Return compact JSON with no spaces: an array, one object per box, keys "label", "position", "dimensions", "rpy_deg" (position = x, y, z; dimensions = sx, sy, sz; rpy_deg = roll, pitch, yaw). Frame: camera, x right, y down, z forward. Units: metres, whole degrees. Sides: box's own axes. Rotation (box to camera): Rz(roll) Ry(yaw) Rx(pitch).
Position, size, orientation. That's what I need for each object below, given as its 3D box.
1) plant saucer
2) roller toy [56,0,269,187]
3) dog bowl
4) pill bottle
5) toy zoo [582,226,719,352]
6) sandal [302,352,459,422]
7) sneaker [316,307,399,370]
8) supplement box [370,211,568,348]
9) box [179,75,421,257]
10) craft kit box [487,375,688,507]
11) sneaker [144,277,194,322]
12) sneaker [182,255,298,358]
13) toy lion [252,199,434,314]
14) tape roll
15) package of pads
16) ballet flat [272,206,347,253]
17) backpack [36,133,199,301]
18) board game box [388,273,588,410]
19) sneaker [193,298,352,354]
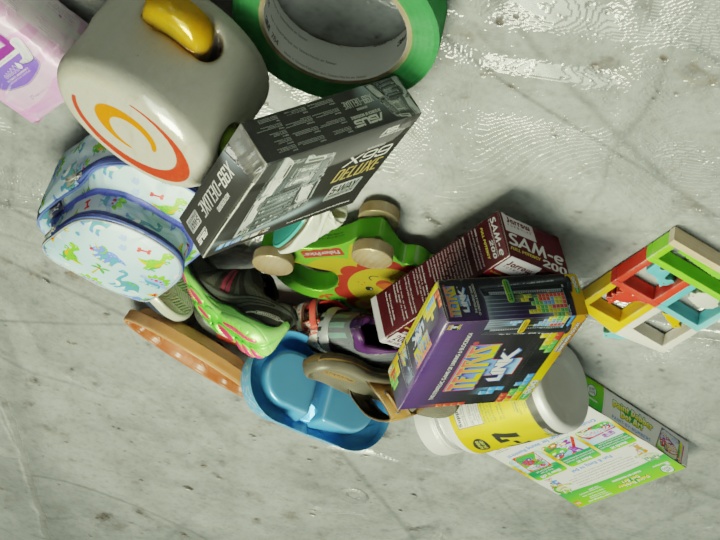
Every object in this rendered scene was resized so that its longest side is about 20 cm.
[{"label":"plant saucer","position":[-0.207,0.102,1.875],"dimensions":[0.199,0.032,0.200],"rpy_deg":[31,169,7]},{"label":"roller toy","position":[-0.186,-0.186,1.424],"dimensions":[0.182,0.140,0.200],"rpy_deg":[15,153,41]},{"label":"dog bowl","position":[-0.056,0.148,1.786],"dimensions":[0.199,0.112,0.049],"rpy_deg":[24,158,-25]},{"label":"pill bottle","position":[0.169,0.161,1.821],"dimensions":[0.199,0.115,0.114],"rpy_deg":[-20,133,38]},{"label":"toy zoo","position":[0.337,0.031,1.669],"dimensions":[0.131,0.021,0.200],"rpy_deg":[28,142,-19]},{"label":"sandal","position":[0.022,0.148,1.754],"dimensions":[0.199,0.055,0.082],"rpy_deg":[20,149,-24]},{"label":"sneaker","position":[0.045,0.096,1.766],"dimensions":[0.199,0.075,0.087],"rpy_deg":[18,167,-37]},{"label":"supplement box","position":[0.119,0.021,1.639],"dimensions":[0.108,0.061,0.200],"rpy_deg":[19,137,-41]},{"label":"box","position":[-0.057,-0.100,1.403],"dimensions":[0.050,0.199,0.158],"rpy_deg":[56,139,14]},{"label":"craft kit box","position":[0.287,0.226,1.931],"dimensions":[0.197,0.049,0.200],"rpy_deg":[35,140,-23]},{"label":"sneaker","position":[-0.288,-0.005,1.787],"dimensions":[0.084,0.075,0.200],"rpy_deg":[-25,119,40]},{"label":"sneaker","position":[-0.142,0.032,1.736],"dimensions":[0.200,0.084,0.077],"rpy_deg":[38,155,40]},{"label":"toy lion","position":[0.000,0.000,1.713],"dimensions":[0.198,0.069,0.192],"rpy_deg":[-4,148,23]},{"label":"tape roll","position":[-0.019,-0.244,1.392],"dimensions":[0.199,0.048,0.201],"rpy_deg":[9,144,7]},{"label":"package of pads","position":[-0.360,-0.242,1.484],"dimensions":[0.120,0.076,0.200],"rpy_deg":[-25,129,38]},{"label":"ballet flat","position":[-0.033,-0.084,1.585],"dimensions":[0.069,0.070,0.201],"rpy_deg":[21,131,-10]},{"label":"backpack","position":[-0.240,-0.068,1.620],"dimensions":[0.182,0.148,0.200],"rpy_deg":[29,139,-24]},{"label":"board game box","position":[0.136,0.080,1.628],"dimensions":[0.164,0.057,0.200],"rpy_deg":[-4,149,-18]},{"label":"sneaker","position":[-0.095,0.056,1.809],"dimensions":[0.200,0.068,0.108],"rpy_deg":[24,142,-20]}]
